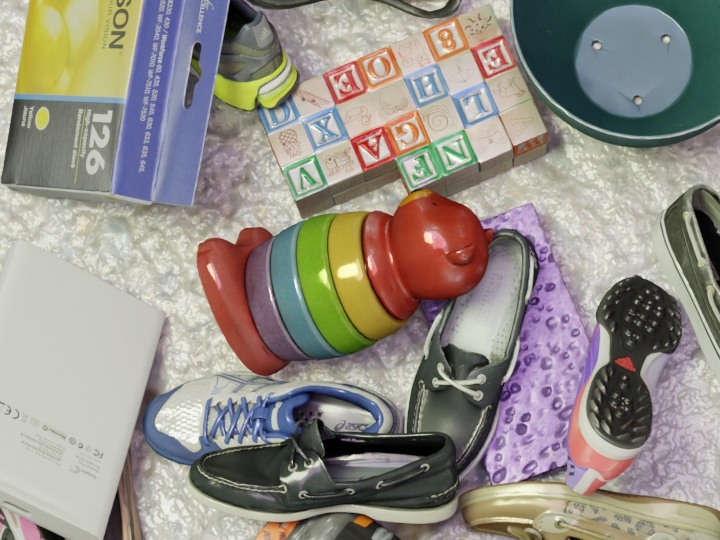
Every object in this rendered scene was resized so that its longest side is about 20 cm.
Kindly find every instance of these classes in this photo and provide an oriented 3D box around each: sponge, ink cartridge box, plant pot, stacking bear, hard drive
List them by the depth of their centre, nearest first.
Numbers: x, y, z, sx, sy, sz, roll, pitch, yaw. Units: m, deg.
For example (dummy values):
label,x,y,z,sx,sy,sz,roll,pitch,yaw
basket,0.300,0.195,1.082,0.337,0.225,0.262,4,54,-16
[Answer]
label,x,y,z,sx,sy,sz,roll,pitch,yaw
stacking bear,0.000,0.000,1.681,0.199,0.121,0.114,-17,91,23
hard drive,-0.226,0.089,1.684,0.131,0.027,0.201,29,52,-22
ink cartridge box,-0.188,-0.152,1.724,0.199,0.047,0.199,5,84,48
plant pot,0.212,-0.178,1.733,0.199,0.135,0.201,-1,77,3
sponge,0.117,0.058,1.739,0.111,0.030,0.201,-21,78,-1

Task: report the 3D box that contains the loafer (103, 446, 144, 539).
label,x,y,z,sx,sy,sz,roll,pitch,yaw
loafer,-0.204,0.149,1.716,0.071,0.063,0.201,-17,78,-8

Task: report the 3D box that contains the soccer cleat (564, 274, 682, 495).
label,x,y,z,sx,sy,sz,roll,pitch,yaw
soccer cleat,0.189,0.081,1.687,0.068,0.073,0.200,26,40,-4

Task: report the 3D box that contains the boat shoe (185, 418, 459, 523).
label,x,y,z,sx,sy,sz,roll,pitch,yaw
boat shoe,-0.024,0.137,1.630,0.198,0.075,0.066,6,121,-4

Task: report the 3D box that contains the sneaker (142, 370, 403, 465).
label,x,y,z,sx,sy,sz,roll,pitch,yaw
sneaker,-0.068,0.107,1.708,0.199,0.088,0.076,-2,79,4

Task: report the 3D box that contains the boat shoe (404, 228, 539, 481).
label,x,y,z,sx,sy,sz,roll,pitch,yaw
boat shoe,0.079,0.063,1.694,0.075,0.060,0.201,14,80,8

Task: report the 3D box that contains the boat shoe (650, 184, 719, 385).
label,x,y,z,sx,sy,sz,roll,pitch,yaw
boat shoe,0.288,0.029,1.709,0.070,0.064,0.201,-24,76,-30

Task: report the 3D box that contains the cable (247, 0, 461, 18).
label,x,y,z,sx,sy,sz,roll,pitch,yaw
cable,-0.001,-0.224,1.776,0.199,0.050,0.098,-20,88,-20

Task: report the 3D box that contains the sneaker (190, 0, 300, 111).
label,x,y,z,sx,sy,sz,roll,pitch,yaw
sneaker,-0.133,-0.198,1.762,0.199,0.081,0.074,24,55,27

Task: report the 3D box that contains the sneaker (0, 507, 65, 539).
label,x,y,z,sx,sy,sz,roll,pitch,yaw
sneaker,-0.300,0.138,1.706,0.086,0.080,0.201,-21,90,7

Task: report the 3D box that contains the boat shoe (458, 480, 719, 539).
label,x,y,z,sx,sy,sz,roll,pitch,yaw
boat shoe,0.170,0.196,1.683,0.199,0.073,0.063,6,75,4

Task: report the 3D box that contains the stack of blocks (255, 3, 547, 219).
label,x,y,z,sx,sy,sz,roll,pitch,yaw
stack of blocks,0.032,-0.110,1.765,0.199,0.059,0.116,-22,76,-2

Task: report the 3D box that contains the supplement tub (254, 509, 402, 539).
label,x,y,z,sx,sy,sz,roll,pitch,yaw
supplement tub,0.009,0.255,1.653,0.199,0.123,0.123,34,81,9
